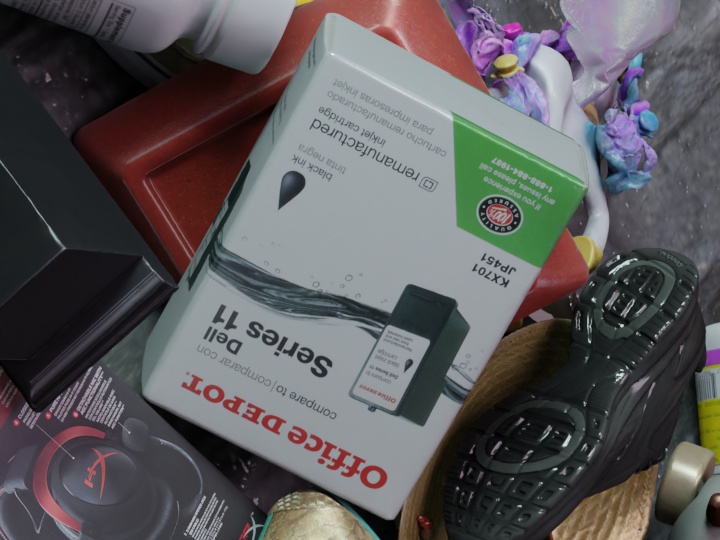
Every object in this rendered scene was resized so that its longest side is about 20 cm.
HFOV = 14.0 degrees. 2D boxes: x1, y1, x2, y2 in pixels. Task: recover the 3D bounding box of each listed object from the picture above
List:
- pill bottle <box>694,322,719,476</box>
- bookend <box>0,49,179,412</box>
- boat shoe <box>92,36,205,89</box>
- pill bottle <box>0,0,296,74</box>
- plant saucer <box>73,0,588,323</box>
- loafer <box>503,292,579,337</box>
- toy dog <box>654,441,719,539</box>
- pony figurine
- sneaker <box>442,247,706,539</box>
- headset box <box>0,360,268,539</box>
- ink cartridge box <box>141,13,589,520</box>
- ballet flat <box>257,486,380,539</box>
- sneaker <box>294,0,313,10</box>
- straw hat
[{"bbox_3d":[0.256,0.129,1.740,0.104,0.104,0.201,2,81,-41],"label":"pill bottle"},{"bbox_3d":[-0.204,-0.043,1.265,0.200,0.092,0.199,52,14,13],"label":"bookend"},{"bbox_3d":[-0.121,-0.180,1.490,0.072,0.062,0.200,-41,110,-38],"label":"boat shoe"},{"bbox_3d":[-0.126,-0.172,1.405,0.200,0.113,0.114,19,68,-11],"label":"pill bottle"},{"bbox_3d":[-0.014,-0.026,1.481,0.200,0.199,0.037,59,11,-17],"label":"plant saucer"},{"bbox_3d":[0.110,0.044,1.646,0.200,0.073,0.071,51,53,-24],"label":"loafer"},{"bbox_3d":[0.190,0.194,1.646,0.096,0.132,0.201,26,64,-69],"label":"toy dog"},{"bbox_3d":[0.095,-0.098,1.579,0.200,0.166,0.193,-69,146,-41],"label":"pony figurine"},{"bbox_3d":[0.122,0.085,1.521,0.200,0.076,0.091,-48,137,-19],"label":"sneaker"},{"bbox_3d":[-0.157,0.120,1.394,0.200,0.075,0.149,45,55,-27],"label":"headset box"},{"bbox_3d":[0.000,0.000,1.426,0.146,0.083,0.200,26,107,-8],"label":"ink cartridge box"},{"bbox_3d":[0.021,0.194,1.428,0.200,0.071,0.065,42,50,2],"label":"ballet flat"},{"bbox_3d":[-0.055,-0.170,1.536,0.090,0.075,0.200,26,48,-27],"label":"sneaker"},{"bbox_3d":[0.063,0.115,1.579,0.201,0.085,0.202,-11,106,-40],"label":"straw hat"}]
